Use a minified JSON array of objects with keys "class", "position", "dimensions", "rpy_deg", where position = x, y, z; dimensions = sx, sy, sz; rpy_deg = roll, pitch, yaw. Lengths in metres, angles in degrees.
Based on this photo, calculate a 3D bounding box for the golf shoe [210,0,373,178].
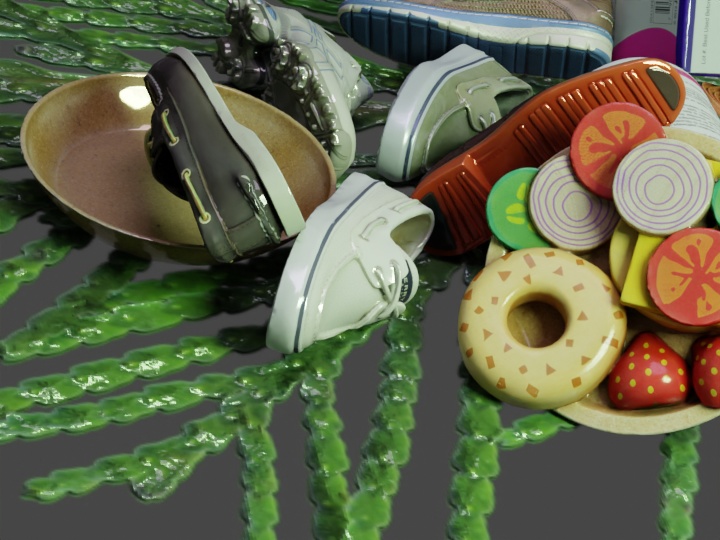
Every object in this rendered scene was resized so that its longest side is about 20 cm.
[{"class":"golf shoe","position":[-0.026,-0.124,1.712],"dimensions":[0.097,0.078,0.200],"rpy_deg":[7,32,-27]}]

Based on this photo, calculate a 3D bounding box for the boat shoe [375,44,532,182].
[{"class":"boat shoe","position":[0.067,-0.108,1.726],"dimensions":[0.062,0.072,0.200],"rpy_deg":[20,28,13]}]

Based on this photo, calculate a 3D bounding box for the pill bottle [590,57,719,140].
[{"class":"pill bottle","position":[0.198,-0.045,1.639],"dimensions":[0.113,0.113,0.200],"rpy_deg":[6,31,-16]}]

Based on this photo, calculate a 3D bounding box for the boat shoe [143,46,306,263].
[{"class":"boat shoe","position":[-0.098,-0.071,1.516],"dimensions":[0.061,0.072,0.201],"rpy_deg":[-30,36,-6]}]

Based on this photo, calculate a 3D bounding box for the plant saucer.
[{"class":"plant saucer","position":[-0.116,-0.058,1.585],"dimensions":[0.200,0.035,0.200],"rpy_deg":[10,33,-6]}]

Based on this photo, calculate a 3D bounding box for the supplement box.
[{"class":"supplement box","position":[0.230,-0.195,1.845],"dimensions":[0.103,0.101,0.200],"rpy_deg":[1,7,-25]}]

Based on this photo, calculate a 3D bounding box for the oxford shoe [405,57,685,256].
[{"class":"oxford shoe","position":[0.116,-0.085,1.614],"dimensions":[0.071,0.200,0.073],"rpy_deg":[56,19,-18]}]

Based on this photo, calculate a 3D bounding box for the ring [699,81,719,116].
[{"class":"ring","position":[0.319,-0.073,1.757],"dimensions":[0.200,0.019,0.200],"rpy_deg":[34,13,-9]}]

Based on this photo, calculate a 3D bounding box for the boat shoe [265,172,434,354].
[{"class":"boat shoe","position":[0.000,0.000,1.523],"dimensions":[0.070,0.071,0.200],"rpy_deg":[18,23,9]}]

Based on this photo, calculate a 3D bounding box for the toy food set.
[{"class":"toy food set","position":[0.165,-0.001,1.505],"dimensions":[0.200,0.198,0.049],"rpy_deg":[13,-14,17]}]

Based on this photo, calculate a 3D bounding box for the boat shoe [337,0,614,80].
[{"class":"boat shoe","position":[0.085,-0.187,1.832],"dimensions":[0.200,0.072,0.072],"rpy_deg":[9,65,0]}]
